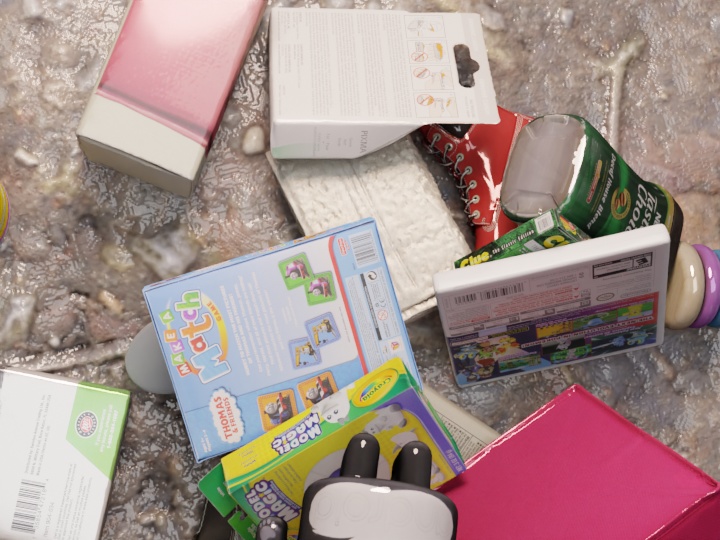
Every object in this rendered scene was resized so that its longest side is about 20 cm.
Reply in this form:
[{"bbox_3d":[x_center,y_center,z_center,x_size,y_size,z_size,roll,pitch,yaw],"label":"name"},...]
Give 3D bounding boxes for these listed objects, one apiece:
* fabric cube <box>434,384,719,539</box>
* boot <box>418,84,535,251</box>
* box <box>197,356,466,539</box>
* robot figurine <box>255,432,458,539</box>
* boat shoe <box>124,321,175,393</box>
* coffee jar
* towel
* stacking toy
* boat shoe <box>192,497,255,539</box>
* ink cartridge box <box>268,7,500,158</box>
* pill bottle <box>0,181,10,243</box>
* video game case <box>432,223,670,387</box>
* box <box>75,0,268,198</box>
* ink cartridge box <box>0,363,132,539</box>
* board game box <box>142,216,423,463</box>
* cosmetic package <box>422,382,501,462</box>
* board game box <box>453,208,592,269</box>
[{"bbox_3d":[0.193,0.258,1.047,0.196,0.200,0.200,-32,121,-13],"label":"fabric cube"},{"bbox_3d":[0.101,-0.069,1.165,0.144,0.072,0.201,25,74,-6],"label":"boot"},{"bbox_3d":[-0.024,0.168,1.031,0.199,0.048,0.118,-30,126,6],"label":"box"},{"bbox_3d":[0.009,0.229,0.934,0.150,0.125,0.201,-7,66,33],"label":"robot figurine"},{"bbox_3d":[-0.118,0.044,1.120,0.201,0.086,0.075,-32,88,20],"label":"boat shoe"},{"bbox_3d":[0.216,-0.056,1.126,0.200,0.085,0.105,29,74,-44],"label":"coffee jar"},{"bbox_3d":[0.014,-0.046,1.121,0.132,0.034,0.201,-26,82,-4],"label":"towel"},{"bbox_3d":[0.387,0.018,1.198,0.199,0.085,0.086,2,85,-13],"label":"stacking toy"},{"bbox_3d":[-0.127,0.274,1.093,0.060,0.072,0.203,6,86,-39],"label":"boat shoe"},{"bbox_3d":[0.016,-0.172,1.123,0.199,0.050,0.162,1,49,-6],"label":"ink cartridge box"},{"bbox_3d":[-0.355,-0.059,1.027,0.104,0.200,0.105,1,86,-9],"label":"pill bottle"},{"bbox_3d":[0.172,0.036,1.097,0.199,0.183,0.023,-13,57,4],"label":"video game case"},{"bbox_3d":[-0.164,-0.181,1.102,0.108,0.128,0.201,21,84,-7],"label":"box"},{"bbox_3d":[-0.311,0.156,1.075,0.199,0.084,0.146,13,83,-8],"label":"ink cartridge box"},{"bbox_3d":[-0.063,0.056,1.031,0.199,0.037,0.152,-17,99,-7],"label":"board game box"},{"bbox_3d":[0.030,0.144,1.114,0.200,0.073,0.104,35,90,-14],"label":"cosmetic package"},{"bbox_3d":[0.181,0.014,1.105,0.104,0.200,0.024,-27,53,28],"label":"board game box"}]
